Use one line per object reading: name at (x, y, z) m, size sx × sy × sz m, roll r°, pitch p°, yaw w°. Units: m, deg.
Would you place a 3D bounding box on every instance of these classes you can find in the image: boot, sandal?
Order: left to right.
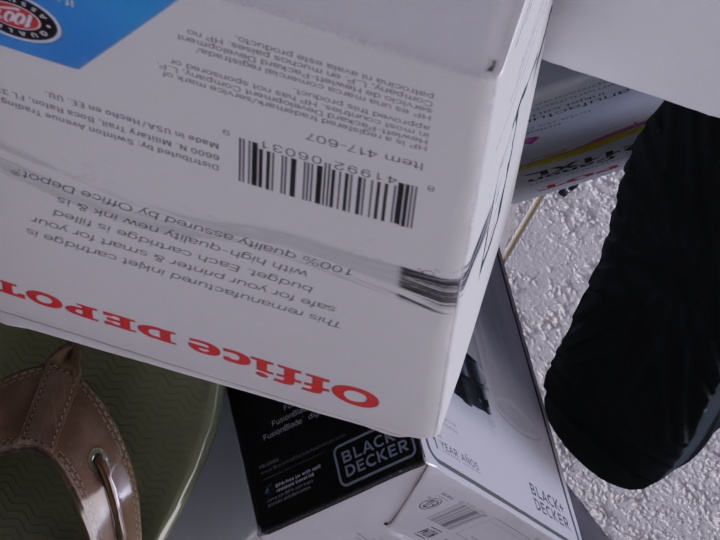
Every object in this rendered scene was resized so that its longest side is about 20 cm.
sandal at (-0.092, 0.073, 0.767) m, size 0.057 × 0.079 × 0.202 m, roll 135°, pitch -25°, yaw -79°
boot at (0.151, -0.031, 0.870) m, size 0.168 × 0.076 × 0.201 m, roll -36°, pitch 160°, yaw -39°

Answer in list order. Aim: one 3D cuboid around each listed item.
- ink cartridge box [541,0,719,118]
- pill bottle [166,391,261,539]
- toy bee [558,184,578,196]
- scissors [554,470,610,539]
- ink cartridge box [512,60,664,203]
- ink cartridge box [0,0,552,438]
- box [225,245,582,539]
ink cartridge box at (0.033, -0.145, 0.714) m, size 0.084 × 0.199 × 0.147 m, roll 97°, pitch 12°, yaw -63°
pill bottle at (-0.063, 0.088, 0.937) m, size 0.200 × 0.112 × 0.113 m, roll 89°, pitch 20°, yaw -70°
toy bee at (-0.020, -0.024, 1.038) m, size 0.108 × 0.131 × 0.200 m, roll -13°, pitch 147°, yaw -43°
scissors at (0.039, 0.039, 0.901) m, size 0.073 × 0.200 × 0.014 m, roll -58°, pitch 143°, yaw -3°
ink cartridge box at (0.097, -0.092, 0.888) m, size 0.200 × 0.145 × 0.083 m, roll 40°, pitch 32°, yaw -80°
ink cartridge box at (-0.031, -0.049, 0.679) m, size 0.200 × 0.145 × 0.085 m, roll 97°, pitch 11°, yaw -64°
box at (0.000, 0.000, 0.865) m, size 0.117 × 0.060 × 0.201 m, roll 34°, pitch 36°, yaw -55°
